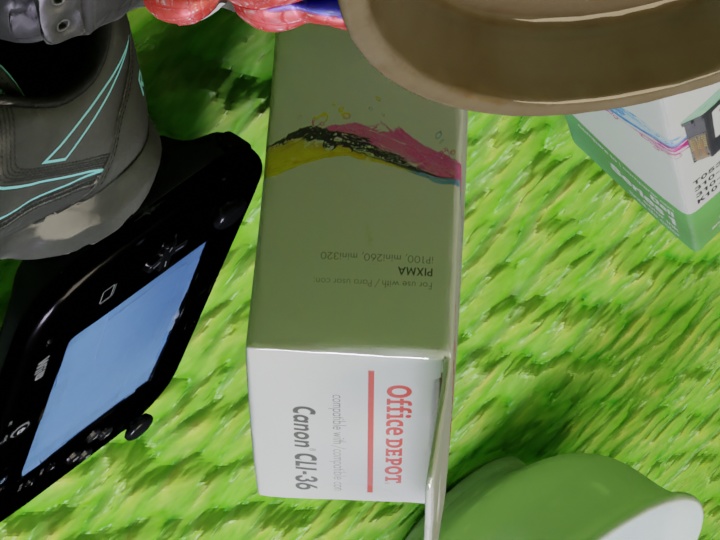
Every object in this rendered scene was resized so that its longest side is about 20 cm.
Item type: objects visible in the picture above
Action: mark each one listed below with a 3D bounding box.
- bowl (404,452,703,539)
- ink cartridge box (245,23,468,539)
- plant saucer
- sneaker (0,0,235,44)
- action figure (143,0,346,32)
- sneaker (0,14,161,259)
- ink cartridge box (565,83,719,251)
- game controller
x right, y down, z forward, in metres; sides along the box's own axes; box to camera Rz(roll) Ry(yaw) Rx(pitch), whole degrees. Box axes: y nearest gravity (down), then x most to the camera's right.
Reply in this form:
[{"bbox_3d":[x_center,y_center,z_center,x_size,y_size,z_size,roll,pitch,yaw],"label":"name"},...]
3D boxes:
[{"bbox_3d":[0.079,0.161,1.559,0.201,0.090,0.201,-37,157,-18],"label":"bowl"},{"bbox_3d":[0.000,0.000,0.995,0.067,0.201,0.117,2,151,2],"label":"ink cartridge box"},{"bbox_3d":[0.085,-0.106,0.749,0.199,0.030,0.200,-15,152,-8],"label":"plant saucer"},{"bbox_3d":[-0.092,-0.099,0.818,0.199,0.060,0.105,-27,148,-46],"label":"sneaker"},{"bbox_3d":[0.035,-0.105,0.845,0.199,0.099,0.066,-26,126,-23],"label":"action figure"},{"bbox_3d":[-0.139,-0.023,0.878,0.200,0.075,0.080,-40,150,-37],"label":"sneaker"},{"bbox_3d":[0.150,-0.114,1.199,0.145,0.084,0.200,-43,158,-6],"label":"ink cartridge box"},{"bbox_3d":[-0.091,0.025,1.025,0.104,0.042,0.200,-47,172,-31],"label":"game controller"}]
